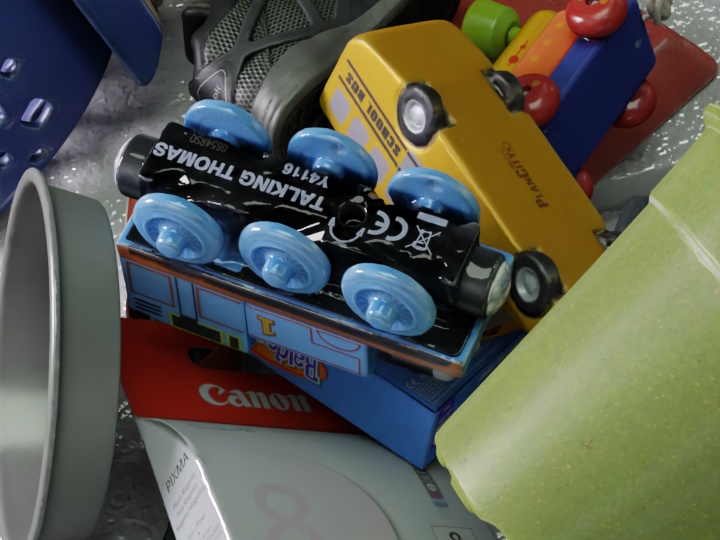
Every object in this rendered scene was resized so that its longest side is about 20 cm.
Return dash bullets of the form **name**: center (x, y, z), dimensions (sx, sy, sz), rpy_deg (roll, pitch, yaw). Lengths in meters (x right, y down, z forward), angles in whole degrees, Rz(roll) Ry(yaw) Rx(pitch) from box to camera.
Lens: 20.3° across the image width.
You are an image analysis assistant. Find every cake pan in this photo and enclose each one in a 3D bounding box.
- **cake pan**: center (-0.156, 0.050, 1.023), dimensions (0.036, 0.201, 0.202), rpy_deg (3, 51, -18)

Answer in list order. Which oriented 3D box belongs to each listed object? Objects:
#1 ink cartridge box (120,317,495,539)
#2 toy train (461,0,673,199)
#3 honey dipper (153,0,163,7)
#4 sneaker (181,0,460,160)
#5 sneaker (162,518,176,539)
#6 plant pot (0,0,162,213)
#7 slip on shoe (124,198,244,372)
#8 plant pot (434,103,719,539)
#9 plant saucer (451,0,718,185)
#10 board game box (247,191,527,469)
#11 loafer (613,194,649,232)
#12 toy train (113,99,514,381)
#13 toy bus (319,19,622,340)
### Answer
- **ink cartridge box**: center (-0.028, 0.090, 0.992), dimensions (0.161, 0.057, 0.201), rpy_deg (8, 47, -36)
- **toy train**: center (0.108, -0.128, 1.121), dimensions (0.115, 0.085, 0.200), rpy_deg (18, 59, 37)
- **honey dipper**: center (-0.111, -0.221, 1.295), dimensions (0.038, 0.038, 0.201), rpy_deg (21, 59, 24)
- **sneaker**: center (-0.025, -0.142, 1.131), dimensions (0.114, 0.077, 0.199), rpy_deg (32, 51, 22)
- **sneaker**: center (-0.093, 0.160, 0.994), dimensions (0.082, 0.072, 0.201), rpy_deg (-20, 36, 28)
- **plant pot**: center (-0.239, -0.174, 1.163), dimensions (0.179, 0.200, 0.201), rpy_deg (-33, 53, 2)
- **slip on shoe**: center (-0.099, 0.001, 1.118), dimensions (0.073, 0.061, 0.201), rpy_deg (-10, 52, 6)
- **plant pot**: center (0.140, 0.064, 0.881), dimensions (0.189, 0.200, 0.201), rpy_deg (-38, 54, 6)
- **plant saucer**: center (0.074, -0.120, 1.186), dimensions (0.200, 0.037, 0.199), rpy_deg (-41, 57, -17)
- **board game box**: center (0.000, 0.000, 1.068), dimensions (0.199, 0.045, 0.152), rpy_deg (33, 46, 22)
- **loafer**: center (0.142, 0.045, 1.036), dimensions (0.062, 0.072, 0.201), rpy_deg (13, 55, 14)
- **toy train**: center (-0.023, -0.007, 0.954), dimensions (0.198, 0.115, 0.087), rpy_deg (18, 58, 14)
- **toy bus**: center (0.060, -0.037, 1.011), dimensions (0.065, 0.078, 0.201), rpy_deg (-14, 60, -37)
